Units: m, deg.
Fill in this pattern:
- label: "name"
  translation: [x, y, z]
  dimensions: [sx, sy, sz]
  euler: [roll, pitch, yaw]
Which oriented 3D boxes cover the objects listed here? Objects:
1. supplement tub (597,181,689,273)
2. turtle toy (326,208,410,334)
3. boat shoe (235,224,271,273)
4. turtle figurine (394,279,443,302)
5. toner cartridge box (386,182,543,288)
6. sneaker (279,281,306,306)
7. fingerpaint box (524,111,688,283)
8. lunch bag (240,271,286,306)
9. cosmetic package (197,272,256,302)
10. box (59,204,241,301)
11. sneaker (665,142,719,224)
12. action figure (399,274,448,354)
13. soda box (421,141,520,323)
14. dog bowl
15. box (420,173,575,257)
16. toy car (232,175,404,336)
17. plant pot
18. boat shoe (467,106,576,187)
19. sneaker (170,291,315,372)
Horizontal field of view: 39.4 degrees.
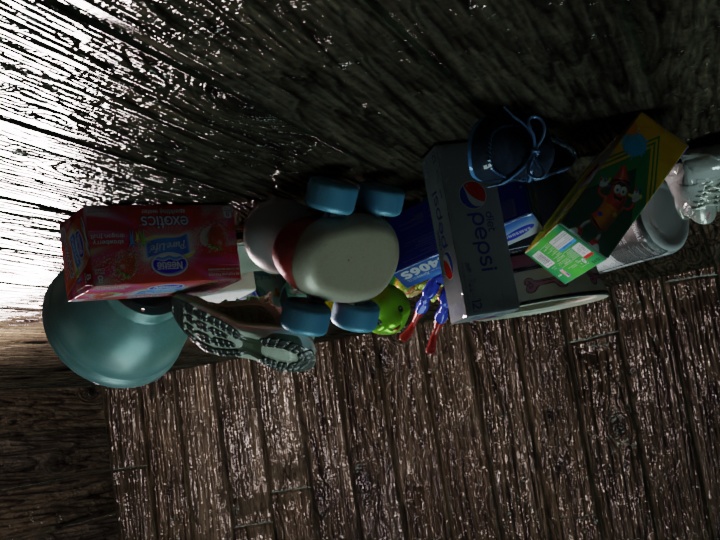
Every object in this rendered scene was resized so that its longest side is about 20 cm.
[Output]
- label: "supplement tub"
  translation: [0.407, -0.065, 1.596]
  dimensions: [0.122, 0.124, 0.200]
  euler: [-3, 171, -35]
- label: "turtle toy"
  translation: [0.000, 0.000, 1.367]
  dimensions: [0.145, 0.201, 0.101]
  euler: [-32, 166, -4]
- label: "boat shoe"
  translation: [-0.144, -0.036, 1.400]
  dimensions: [0.075, 0.061, 0.200]
  euler: [-33, 162, 17]
- label: "turtle figurine"
  translation: [0.064, 0.022, 1.495]
  dimensions: [0.198, 0.065, 0.161]
  euler: [-11, 178, 9]
- label: "toner cartridge box"
  translation: [0.130, -0.059, 1.294]
  dimensions: [0.199, 0.096, 0.043]
  euler: [-23, 140, 22]
- label: "sneaker"
  translation: [-0.049, -0.018, 1.616]
  dimensions: [0.140, 0.078, 0.200]
  euler: [-36, 166, -41]
- label: "fingerpaint box"
  translation: [0.294, -0.081, 1.224]
  dimensions: [0.167, 0.073, 0.200]
  euler: [-53, 176, -9]
- label: "lunch bag"
  translation: [-0.185, 0.054, 1.743]
  dimensions: [0.199, 0.128, 0.169]
  euler: [-29, 162, 38]
- label: "cosmetic package"
  translation: [-0.250, 0.017, 1.574]
  dimensions: [0.112, 0.082, 0.200]
  euler: [-7, 171, -25]
- label: "box"
  translation: [-0.256, -0.022, 1.237]
  dimensions: [0.199, 0.101, 0.095]
  euler: [-2, 170, -36]
- label: "sneaker"
  translation: [0.483, -0.118, 1.400]
  dimensions: [0.077, 0.100, 0.200]
  euler: [-10, 172, 5]
- label: "action figure"
  translation: [0.107, 0.025, 1.347]
  dimensions: [0.065, 0.201, 0.099]
  euler: [23, -159, 7]
- label: "soda box"
  translation: [0.125, -0.044, 1.157]
  dimensions: [0.068, 0.202, 0.063]
  euler: [-8, 172, -14]
- label: "dog bowl"
  translation: [0.251, 0.019, 1.446]
  dimensions: [0.198, 0.074, 0.200]
  euler: [-9, 171, -1]
- label: "box"
  translation: [0.212, -0.066, 1.444]
  dimensions: [0.199, 0.105, 0.182]
  euler: [-13, 170, 22]
- label: "toy car"
  translation: [-0.070, -0.037, 1.272]
  dimensions: [0.199, 0.186, 0.176]
  euler: [22, -165, 39]
- label: "plant pot"
  translation: [-0.305, 0.038, 1.336]
  dimensions: [0.199, 0.201, 0.134]
  euler: [-3, 153, -36]
- label: "boat shoe"
  translation: [0.176, -0.133, 1.068]
  dimensions: [0.068, 0.085, 0.200]
  euler: [8, -165, 30]
- label: "sneaker"
  translation: [-0.142, 0.062, 1.276]
  dimensions: [0.199, 0.089, 0.077]
  euler: [19, 136, 2]
